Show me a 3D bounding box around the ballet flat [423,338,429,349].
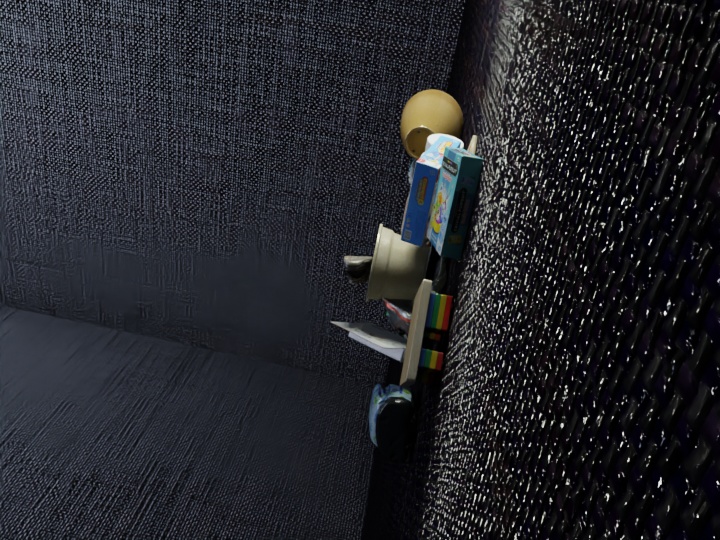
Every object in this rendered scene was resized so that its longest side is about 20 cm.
[{"bbox_3d":[0.159,0.160,1.449,0.067,0.046,0.203,1,-72,-54],"label":"ballet flat"}]

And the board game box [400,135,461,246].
[{"bbox_3d":[0.168,-0.191,1.403,0.196,0.055,0.202,-51,-25,-52],"label":"board game box"}]

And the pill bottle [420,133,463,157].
[{"bbox_3d":[0.202,-0.244,1.550,0.114,0.112,0.202,-75,-5,-56],"label":"pill bottle"}]

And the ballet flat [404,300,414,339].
[{"bbox_3d":[0.154,0.129,1.591,0.069,0.068,0.203,80,-159,-84],"label":"ballet flat"}]

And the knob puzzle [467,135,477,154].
[{"bbox_3d":[0.225,-0.184,1.364,0.220,0.030,0.223,11,-90,-88],"label":"knob puzzle"}]

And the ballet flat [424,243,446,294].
[{"bbox_3d":[0.173,-0.014,1.404,0.066,0.056,0.203,-14,55,46],"label":"ballet flat"}]

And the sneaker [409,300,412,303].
[{"bbox_3d":[0.138,0.121,1.682,0.089,0.073,0.203,55,-156,-76],"label":"sneaker"}]

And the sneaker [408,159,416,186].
[{"bbox_3d":[0.201,-0.227,1.694,0.077,0.091,0.203,-18,-85,-43],"label":"sneaker"}]

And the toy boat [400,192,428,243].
[{"bbox_3d":[0.209,-0.164,1.800,0.130,0.129,0.203,10,90,62],"label":"toy boat"}]

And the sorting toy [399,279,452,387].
[{"bbox_3d":[0.138,0.142,1.233,0.199,0.068,0.203,90,-170,-76],"label":"sorting toy"}]

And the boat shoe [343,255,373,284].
[{"bbox_3d":[0.000,0.000,1.540,0.200,0.073,0.075,-5,-84,-79],"label":"boat shoe"}]

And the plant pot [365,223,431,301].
[{"bbox_3d":[0.120,-0.004,1.519,0.200,0.181,0.204,11,-90,-88],"label":"plant pot"}]

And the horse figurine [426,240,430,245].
[{"bbox_3d":[0.182,-0.059,1.660,0.199,0.049,0.134,-26,-52,-48],"label":"horse figurine"}]

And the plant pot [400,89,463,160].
[{"bbox_3d":[0.184,-0.387,1.653,0.201,0.184,0.189,-62,-16,-56],"label":"plant pot"}]

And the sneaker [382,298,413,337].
[{"bbox_3d":[0.100,0.125,1.550,0.200,0.076,0.083,-137,55,-68],"label":"sneaker"}]

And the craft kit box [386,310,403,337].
[{"bbox_3d":[0.143,0.117,1.860,0.198,0.048,0.202,59,-147,-41],"label":"craft kit box"}]

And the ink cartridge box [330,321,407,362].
[{"bbox_3d":[0.041,0.185,1.527,0.172,0.199,0.044,7,-80,-47],"label":"ink cartridge box"}]

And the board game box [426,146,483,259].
[{"bbox_3d":[0.190,-0.144,1.223,0.151,0.046,0.203,-105,24,-71],"label":"board game box"}]

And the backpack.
[{"bbox_3d":[0.082,0.364,1.496,0.200,0.151,0.166,-30,-54,-70],"label":"backpack"}]
